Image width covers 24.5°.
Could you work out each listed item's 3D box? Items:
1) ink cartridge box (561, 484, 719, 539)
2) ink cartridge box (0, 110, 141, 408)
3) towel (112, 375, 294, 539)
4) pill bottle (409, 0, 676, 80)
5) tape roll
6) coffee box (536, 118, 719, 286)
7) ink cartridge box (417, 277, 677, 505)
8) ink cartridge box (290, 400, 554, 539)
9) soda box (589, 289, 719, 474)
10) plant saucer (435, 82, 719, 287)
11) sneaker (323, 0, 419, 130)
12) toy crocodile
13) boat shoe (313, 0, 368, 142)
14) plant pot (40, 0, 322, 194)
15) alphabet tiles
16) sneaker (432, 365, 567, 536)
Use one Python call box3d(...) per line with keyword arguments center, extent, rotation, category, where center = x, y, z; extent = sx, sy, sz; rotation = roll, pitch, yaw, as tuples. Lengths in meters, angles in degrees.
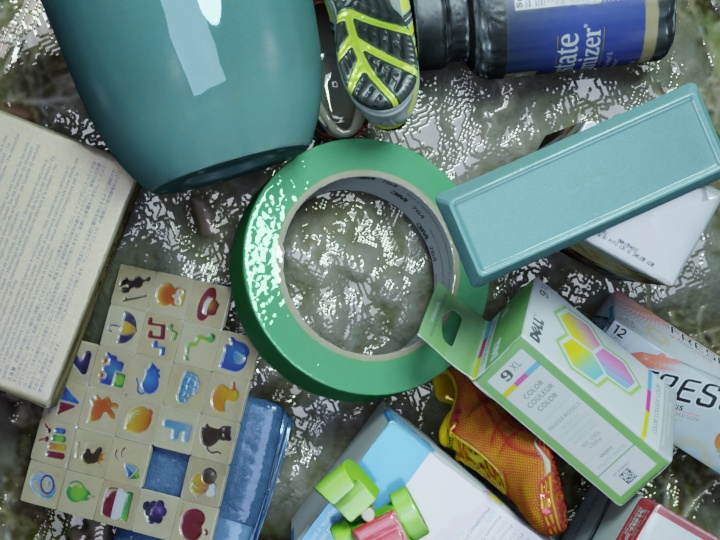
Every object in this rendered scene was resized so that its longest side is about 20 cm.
box3d(center=(0.241, 0.235, 1.261), extent=(0.144, 0.200, 0.084), rotation=(30, 86, -3), category="ink cartridge box")
box3d(center=(-0.277, -0.014, 1.281), extent=(0.164, 0.075, 0.201), rotation=(22, 85, -3), category="ink cartridge box")
box3d(center=(-0.131, 0.189, 1.309), extent=(0.111, 0.049, 0.201), rotation=(17, 88, 7), category="towel")
box3d(center=(0.136, -0.208, 1.287), extent=(0.198, 0.112, 0.113), rotation=(-7, 92, -3), category="pill bottle")
box3d(center=(0.000, 0.000, 1.286), extent=(0.199, 0.048, 0.202), rotation=(4, 78, -18), category="tape roll")
box3d(center=(0.182, -0.049, 1.249), extent=(0.114, 0.200, 0.080), rotation=(29, 90, -4), category="coffee box")
box3d(center=(0.142, 0.072, 1.232), extent=(0.200, 0.104, 0.059), rotation=(40, 116, -6), category="ink cartridge box")
box3d(center=(0.060, 0.216, 1.284), extent=(0.200, 0.129, 0.125), rotation=(39, 90, -3), category="ink cartridge box")
box3d(center=(0.265, 0.101, 1.315), extent=(0.199, 0.068, 0.064), rotation=(32, 113, -3), category="soda box")
box3d(center=(0.155, -0.059, 1.138), extent=(0.199, 0.019, 0.070), rotation=(-24, 93, -3), category="plant saucer")
box3d(center=(0.003, -0.197, 1.257), extent=(0.075, 0.077, 0.201), rotation=(-5, 67, 2), category="sneaker")
box3d(center=(0.031, 0.225, 1.189), extent=(0.067, 0.062, 0.201), rotation=(-27, 94, 0), category="toy crocodile")
box3d(center=(-0.031, -0.199, 1.303), extent=(0.071, 0.063, 0.202), rotation=(-10, 91, -1), category="boat shoe")
box3d(center=(-0.117, -0.150, 1.223), extent=(0.199, 0.201, 0.162), rotation=(-17, 87, -3), category="plant pot")
box3d(center=(-0.168, 0.101, 1.296), extent=(0.166, 0.008, 0.202), rotation=(12, 82, 18), category="alphabet tiles")
box3d(center=(0.105, 0.138, 1.267), extent=(0.077, 0.200, 0.073), rotation=(-20, 124, -5), category="sneaker")
